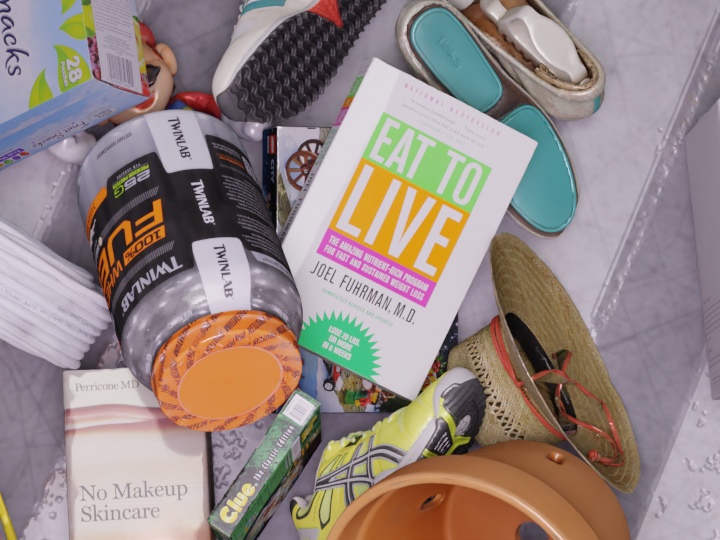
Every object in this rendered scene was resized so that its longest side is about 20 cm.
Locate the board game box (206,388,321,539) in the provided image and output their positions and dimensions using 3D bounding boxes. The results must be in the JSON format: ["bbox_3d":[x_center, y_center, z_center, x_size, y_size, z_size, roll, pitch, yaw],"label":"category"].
[{"bbox_3d":[-0.062,0.140,1.629,0.023,0.200,0.105,36,80,6],"label":"board game box"}]

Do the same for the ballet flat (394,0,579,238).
[{"bbox_3d":[0.092,-0.113,1.748,0.067,0.062,0.200,-34,101,-9],"label":"ballet flat"}]

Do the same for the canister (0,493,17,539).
[{"bbox_3d":[-0.276,0.189,1.609,0.086,0.200,0.149,-18,82,-7],"label":"canister"}]

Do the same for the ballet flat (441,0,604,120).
[{"bbox_3d":[0.105,-0.192,1.755,0.200,0.062,0.067,42,77,4],"label":"ballet flat"}]

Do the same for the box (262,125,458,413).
[{"bbox_3d":[0.000,0.000,1.705,0.136,0.038,0.201,0,89,-18],"label":"box"}]

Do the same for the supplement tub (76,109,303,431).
[{"bbox_3d":[-0.110,0.000,1.590,0.122,0.123,0.200,-17,49,-6],"label":"supplement tub"}]

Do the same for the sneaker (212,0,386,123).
[{"bbox_3d":[-0.058,-0.177,1.726,0.093,0.070,0.200,10,50,39],"label":"sneaker"}]

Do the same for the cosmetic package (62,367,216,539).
[{"bbox_3d":[-0.151,0.169,1.676,0.103,0.087,0.201,-5,81,-2],"label":"cosmetic package"}]

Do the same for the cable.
[{"bbox_3d":[-0.260,-0.005,1.641,0.200,0.200,0.069,30,87,41],"label":"cable"}]

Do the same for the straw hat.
[{"bbox_3d":[0.108,0.082,1.681,0.085,0.201,0.201,-29,82,20],"label":"straw hat"}]

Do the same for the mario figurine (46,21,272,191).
[{"bbox_3d":[-0.141,-0.098,1.709,0.200,0.106,0.123,52,46,-2],"label":"mario figurine"}]

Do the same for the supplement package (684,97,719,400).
[{"bbox_3d":[0.308,-0.017,1.714,0.119,0.121,0.201,-4,81,-4],"label":"supplement package"}]

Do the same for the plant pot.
[{"bbox_3d":[0.091,0.199,1.572,0.200,0.140,0.201,10,112,24],"label":"plant pot"}]

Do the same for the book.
[{"bbox_3d":[0.019,-0.028,1.672,0.133,0.048,0.200,27,84,-14],"label":"book"}]

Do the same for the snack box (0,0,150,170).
[{"bbox_3d":[-0.240,-0.186,1.685,0.168,0.068,0.201,-21,69,31],"label":"snack box"}]

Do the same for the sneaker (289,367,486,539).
[{"bbox_3d":[0.012,0.134,1.655,0.076,0.075,0.200,48,121,20],"label":"sneaker"}]
